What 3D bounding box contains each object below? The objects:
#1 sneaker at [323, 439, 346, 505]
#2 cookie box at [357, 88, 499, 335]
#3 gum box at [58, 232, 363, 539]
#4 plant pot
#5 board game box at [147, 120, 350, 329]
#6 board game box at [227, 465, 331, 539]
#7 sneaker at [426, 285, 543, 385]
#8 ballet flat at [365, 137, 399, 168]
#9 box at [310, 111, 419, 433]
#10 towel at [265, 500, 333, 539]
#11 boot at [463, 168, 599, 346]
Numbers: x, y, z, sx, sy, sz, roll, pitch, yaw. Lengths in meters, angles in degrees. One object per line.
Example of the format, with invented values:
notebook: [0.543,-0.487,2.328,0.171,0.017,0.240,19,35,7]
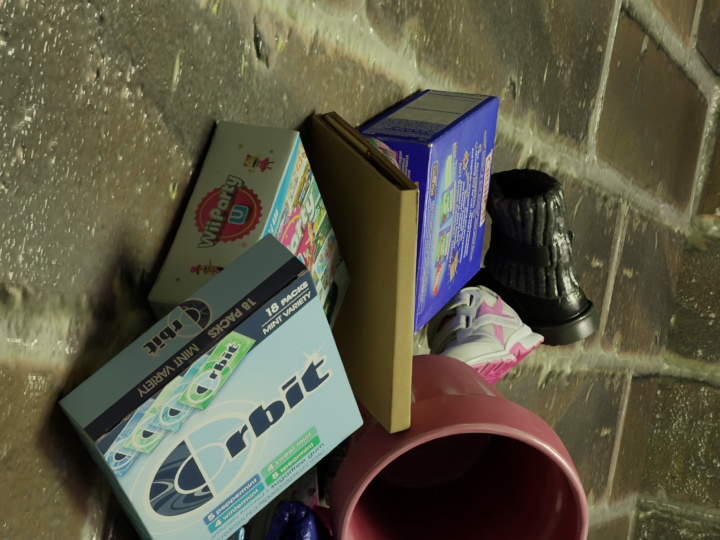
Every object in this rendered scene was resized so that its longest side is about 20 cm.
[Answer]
sneaker: [0.049,0.142,1.708,0.200,0.077,0.085,-22,110,-40]
cookie box: [0.052,-0.056,1.677,0.200,0.075,0.171,-38,136,-64]
gum box: [-0.090,0.092,1.246,0.170,0.045,0.200,-39,149,-14]
plant pot: [0.066,0.165,1.557,0.179,0.200,0.200,-111,-159,-62]
board game box: [-0.073,0.013,1.349,0.200,0.064,0.148,70,34,-57]
board game box: [-0.066,0.202,1.541,0.200,0.026,0.200,-58,153,-49]
sneaker: [0.092,0.066,1.722,0.081,0.088,0.200,-43,173,18]
ballet flat: [0.005,-0.006,1.554,0.071,0.069,0.200,-116,-154,-72]
box: [0.000,0.000,1.463,0.163,0.021,0.200,-135,-138,-55]
towel: [-0.050,0.279,1.527,0.200,0.050,0.148,67,31,-62]
boot: [0.134,-0.019,1.836,0.079,0.211,0.158,-35,114,-32]
